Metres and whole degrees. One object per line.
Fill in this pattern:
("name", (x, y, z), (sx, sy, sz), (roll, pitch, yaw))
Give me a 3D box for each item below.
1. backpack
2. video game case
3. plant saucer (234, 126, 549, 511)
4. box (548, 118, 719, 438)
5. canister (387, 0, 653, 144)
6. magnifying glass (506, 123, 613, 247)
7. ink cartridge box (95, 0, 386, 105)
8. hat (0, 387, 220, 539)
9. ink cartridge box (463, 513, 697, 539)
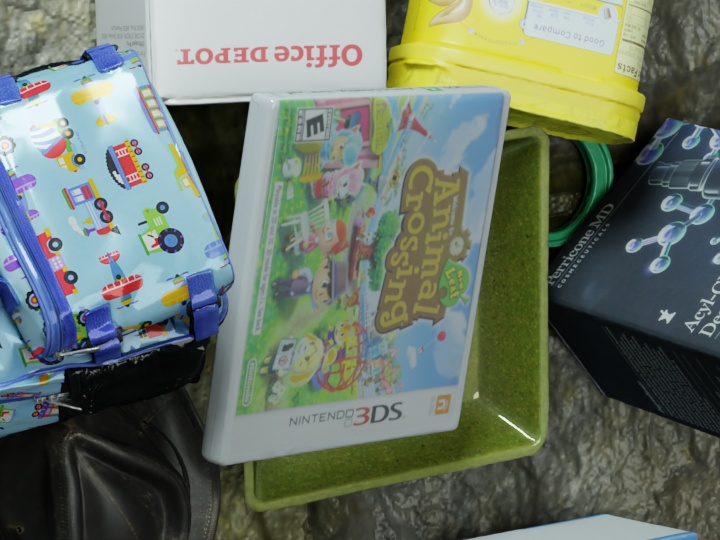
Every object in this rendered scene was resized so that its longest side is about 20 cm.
("backpack", (-0.186, -0.007, 1.399), (0.200, 0.135, 0.183), (-16, 76, -18))
("video game case", (0.000, 0.000, 1.475), (0.182, 0.022, 0.200), (-5, 110, -44))
("plant saucer", (0.012, 0.021, 1.559), (0.200, 0.048, 0.200), (-10, 109, -26))
("box", (0.227, 0.012, 1.596), (0.148, 0.200, 0.107), (-51, 125, -16))
("canister", (0.105, -0.185, 1.575), (0.148, 0.087, 0.200), (12, 87, -15))
("magnifying glass", (0.063, -0.042, 1.613), (0.200, 0.022, 0.080), (-14, 101, -29))
("ink cartridge box", (-0.068, -0.193, 1.489), (0.144, 0.084, 0.200), (-4, 96, -28))
("hat", (-0.149, 0.123, 1.476), (0.200, 0.081, 0.201), (-3, 96, -27))
("ink cartridge box", (0.126, 0.257, 1.624), (0.144, 0.085, 0.200), (-6, 99, -41))
